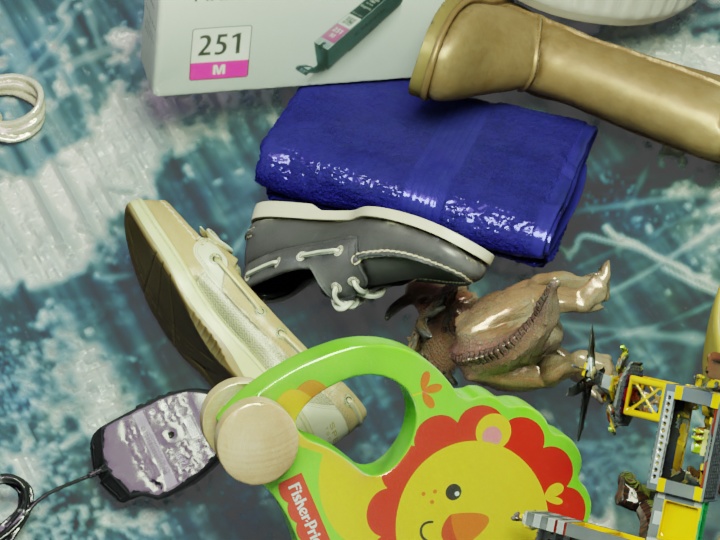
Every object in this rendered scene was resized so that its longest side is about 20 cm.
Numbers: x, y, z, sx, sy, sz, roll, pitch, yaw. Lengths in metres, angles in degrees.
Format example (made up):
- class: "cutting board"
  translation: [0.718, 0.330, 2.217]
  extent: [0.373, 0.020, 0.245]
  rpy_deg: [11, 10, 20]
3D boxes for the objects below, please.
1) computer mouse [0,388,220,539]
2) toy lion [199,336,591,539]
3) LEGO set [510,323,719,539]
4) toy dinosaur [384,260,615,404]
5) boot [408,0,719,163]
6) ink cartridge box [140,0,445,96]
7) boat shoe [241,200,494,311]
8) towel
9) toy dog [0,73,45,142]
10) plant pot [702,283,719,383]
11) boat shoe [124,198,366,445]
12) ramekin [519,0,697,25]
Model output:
- class: "computer mouse"
  translation: [-0.165, 0.128, 1.331]
  extent: [0.199, 0.034, 0.059]
  rpy_deg: [-24, 78, -7]
- class: "toy lion"
  translation: [0.030, 0.126, 1.252]
  extent: [0.191, 0.069, 0.201]
  rpy_deg: [-25, 105, -8]
- class: "LEGO set"
  translation: [0.154, 0.129, 1.235]
  extent: [0.115, 0.153, 0.202]
  rpy_deg: [12, 100, 29]
- class: "toy dinosaur"
  translation: [0.080, 0.041, 1.307]
  extent: [0.134, 0.200, 0.087]
  rpy_deg: [-2, 88, 2]
- class: "boot"
  translation: [0.148, -0.120, 1.410]
  extent: [0.199, 0.067, 0.175]
  rpy_deg: [23, 26, 15]
- class: "ink cartridge box"
  translation: [-0.034, -0.198, 1.389]
  extent: [0.198, 0.175, 0.044]
  rpy_deg: [-6, 42, -16]
- class: "boat shoe"
  translation: [0.000, 0.000, 1.343]
  extent: [0.199, 0.072, 0.063]
  rpy_deg: [7, 72, 47]
- class: "towel"
  translation: [0.044, -0.067, 1.418]
  extent: [0.198, 0.050, 0.148]
  rpy_deg: [16, 36, 11]
- class: "toy dog"
  translation: [-0.313, -0.124, 1.443]
  extent: [0.199, 0.097, 0.132]
  rpy_deg: [23, 62, 14]
- class: "plant pot"
  translation: [0.307, 0.019, 1.289]
  extent: [0.199, 0.189, 0.202]
  rpy_deg: [-1, 59, 2]
- class: "boat shoe"
  translation: [-0.076, 0.031, 1.362]
  extent: [0.063, 0.073, 0.201]
  rpy_deg: [-29, 65, -23]
- class: "ramekin"
  translation: [0.158, -0.244, 1.474]
  extent: [0.200, 0.095, 0.203]
  rpy_deg: [8, 37, -6]
